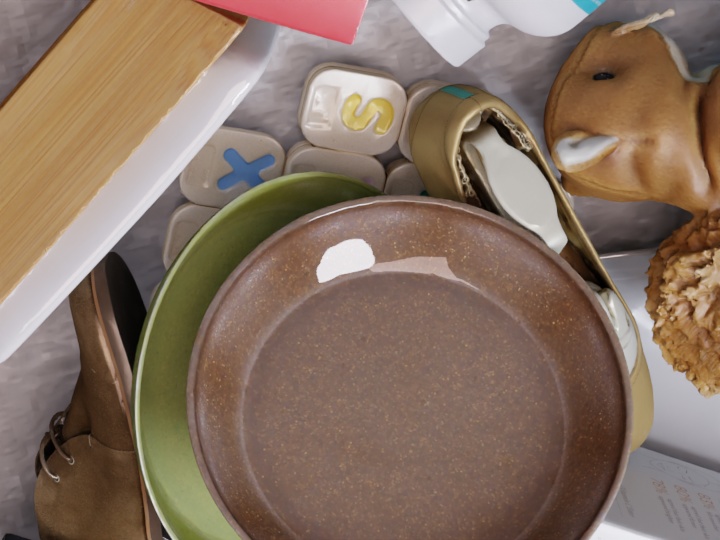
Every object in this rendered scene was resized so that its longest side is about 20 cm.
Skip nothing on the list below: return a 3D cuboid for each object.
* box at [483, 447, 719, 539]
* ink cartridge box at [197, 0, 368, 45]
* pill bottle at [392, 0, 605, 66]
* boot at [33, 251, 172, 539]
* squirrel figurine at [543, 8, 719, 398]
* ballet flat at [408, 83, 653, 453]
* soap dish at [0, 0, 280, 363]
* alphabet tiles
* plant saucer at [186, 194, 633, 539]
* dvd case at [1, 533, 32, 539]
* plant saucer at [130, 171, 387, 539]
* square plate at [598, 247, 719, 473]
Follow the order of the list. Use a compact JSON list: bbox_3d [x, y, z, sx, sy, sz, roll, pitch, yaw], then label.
[{"bbox_3d":[0.131,0.150,1.413,0.200,0.124,0.098,18,106,-10],"label":"box"},{"bbox_3d":[-0.052,-0.158,1.273,0.116,0.200,0.067,15,107,-10],"label":"ink cartridge box"},{"bbox_3d":[0.098,-0.182,1.325,0.200,0.111,0.111,-40,108,9],"label":"pill bottle"},{"bbox_3d":[-0.125,0.083,1.388,0.075,0.074,0.200,-2,121,8],"label":"boot"},{"bbox_3d":[0.179,-0.038,1.358,0.187,0.142,0.200,-1,88,3],"label":"squirrel figurine"},{"bbox_3d":[0.085,0.004,1.374,0.069,0.063,0.200,-34,100,-17],"label":"ballet flat"},{"bbox_3d":[-0.126,-0.062,1.329,0.081,0.157,0.200,41,102,-8],"label":"soap dish"},{"bbox_3d":[0.000,0.000,1.425,0.196,0.015,0.200,10,109,-15],"label":"alphabet tiles"},{"bbox_3d":[0.021,0.064,1.315,0.200,0.037,0.200,2,67,-4],"label":"plant saucer"},{"bbox_3d":[-0.101,0.212,1.438,0.200,0.025,0.150,18,130,-10],"label":"dvd case"},{"bbox_3d":[-0.035,0.052,1.370,0.200,0.031,0.200,-7,101,-41],"label":"plant saucer"},{"bbox_3d":[0.192,0.071,1.471,0.198,0.028,0.200,-9,111,-1],"label":"square plate"}]
